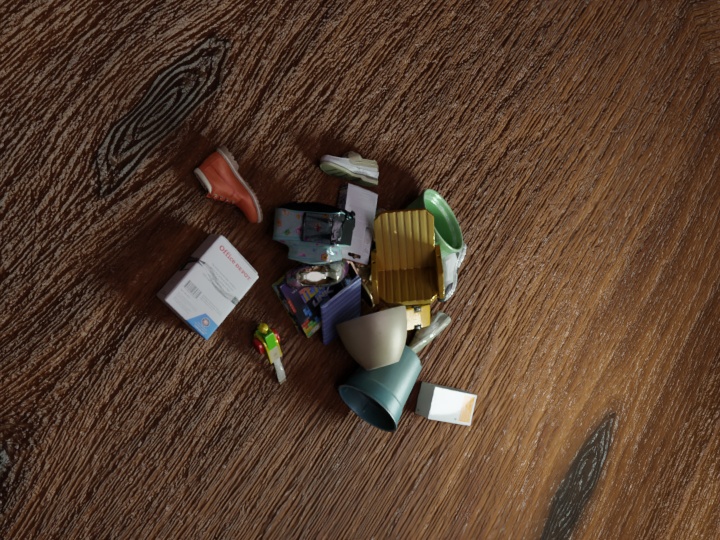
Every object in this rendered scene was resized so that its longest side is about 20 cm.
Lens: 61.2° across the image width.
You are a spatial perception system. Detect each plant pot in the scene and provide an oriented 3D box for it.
[{"bbox_3d":[0.069,0.315,1.734,0.198,0.197,0.202,-52,120,-27],"label":"plant pot"},{"bbox_3d":[0.044,0.187,1.628,0.195,0.199,0.139,-12,82,-33],"label":"plant pot"}]

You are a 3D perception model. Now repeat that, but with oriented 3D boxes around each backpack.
[{"bbox_3d":[-0.126,-0.098,1.540,0.176,0.193,0.159,-23,126,-77],"label":"backpack"}]

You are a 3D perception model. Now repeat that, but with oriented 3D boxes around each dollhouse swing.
[{"bbox_3d":[0.122,-0.037,1.628,0.192,0.185,0.180,-4,132,4],"label":"dollhouse swing"}]

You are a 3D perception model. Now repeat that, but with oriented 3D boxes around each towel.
[{"bbox_3d":[-0.054,0.109,1.650,0.144,0.024,0.203,-39,154,-24],"label":"towel"}]

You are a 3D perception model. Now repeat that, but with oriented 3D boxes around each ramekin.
[{"bbox_3d":[0.207,-0.125,1.783,0.199,0.096,0.204,37,37,-34],"label":"ramekin"}]

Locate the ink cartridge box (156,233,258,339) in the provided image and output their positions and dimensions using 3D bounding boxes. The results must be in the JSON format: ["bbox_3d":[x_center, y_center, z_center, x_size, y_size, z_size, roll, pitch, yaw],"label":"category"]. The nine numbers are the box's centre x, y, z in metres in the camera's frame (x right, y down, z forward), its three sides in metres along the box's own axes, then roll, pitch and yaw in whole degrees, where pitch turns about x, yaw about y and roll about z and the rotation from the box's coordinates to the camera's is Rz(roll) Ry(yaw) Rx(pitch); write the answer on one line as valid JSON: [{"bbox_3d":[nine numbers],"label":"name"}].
[{"bbox_3d":[-0.363,0.035,1.455,0.201,0.083,0.145,-51,120,-19],"label":"ink cartridge box"}]

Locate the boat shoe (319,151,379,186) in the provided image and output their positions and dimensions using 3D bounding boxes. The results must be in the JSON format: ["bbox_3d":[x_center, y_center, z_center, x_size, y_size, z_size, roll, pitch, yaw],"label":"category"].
[{"bbox_3d":[-0.031,-0.288,1.668,0.196,0.073,0.071,13,82,-42],"label":"boat shoe"}]

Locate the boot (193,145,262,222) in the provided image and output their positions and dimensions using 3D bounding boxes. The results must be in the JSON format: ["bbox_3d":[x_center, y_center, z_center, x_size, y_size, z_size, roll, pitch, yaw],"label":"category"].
[{"bbox_3d":[-0.319,-0.186,1.476,0.107,0.074,0.203,-39,107,-21],"label":"boot"}]

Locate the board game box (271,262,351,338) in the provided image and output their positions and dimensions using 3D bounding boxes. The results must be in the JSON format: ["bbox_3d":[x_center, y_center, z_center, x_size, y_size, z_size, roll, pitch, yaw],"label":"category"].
[{"bbox_3d":[-0.119,0.051,1.646,0.199,0.056,0.168,-40,117,-25],"label":"board game box"}]

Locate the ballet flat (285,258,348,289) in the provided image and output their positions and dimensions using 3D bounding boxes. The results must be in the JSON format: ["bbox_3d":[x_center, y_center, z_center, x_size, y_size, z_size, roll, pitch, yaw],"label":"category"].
[{"bbox_3d":[-0.099,0.011,1.581,0.195,0.070,0.072,-10,98,-34],"label":"ballet flat"}]

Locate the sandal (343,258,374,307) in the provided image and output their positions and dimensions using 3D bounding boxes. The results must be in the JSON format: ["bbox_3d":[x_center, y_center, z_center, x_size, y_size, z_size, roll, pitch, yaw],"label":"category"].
[{"bbox_3d":[0.003,0.001,1.713,0.069,0.077,0.214,-41,111,-17],"label":"sandal"}]

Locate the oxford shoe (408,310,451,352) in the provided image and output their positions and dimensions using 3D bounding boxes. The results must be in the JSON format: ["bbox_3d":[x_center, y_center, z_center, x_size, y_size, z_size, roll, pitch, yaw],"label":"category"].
[{"bbox_3d":[0.196,0.197,1.886,0.198,0.076,0.058,-40,76,-17],"label":"oxford shoe"}]

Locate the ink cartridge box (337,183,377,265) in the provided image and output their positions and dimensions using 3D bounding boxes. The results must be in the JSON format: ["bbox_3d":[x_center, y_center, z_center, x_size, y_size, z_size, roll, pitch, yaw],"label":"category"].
[{"bbox_3d":[-0.018,-0.125,1.687,0.107,0.050,0.207,14,79,-35],"label":"ink cartridge box"}]

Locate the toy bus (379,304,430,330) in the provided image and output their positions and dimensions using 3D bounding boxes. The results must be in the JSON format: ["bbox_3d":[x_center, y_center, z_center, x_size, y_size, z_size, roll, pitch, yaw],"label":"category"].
[{"bbox_3d":[0.122,0.141,1.811,0.195,0.077,0.068,-7,100,-34],"label":"toy bus"}]

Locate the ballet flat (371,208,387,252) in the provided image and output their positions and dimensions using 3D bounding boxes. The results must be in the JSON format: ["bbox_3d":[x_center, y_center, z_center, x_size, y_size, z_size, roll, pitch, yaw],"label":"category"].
[{"bbox_3d":[0.051,-0.074,1.742,0.065,0.068,0.208,-3,89,-62],"label":"ballet flat"}]

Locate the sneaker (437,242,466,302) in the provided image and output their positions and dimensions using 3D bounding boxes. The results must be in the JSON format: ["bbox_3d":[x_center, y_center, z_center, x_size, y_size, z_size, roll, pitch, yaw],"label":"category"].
[{"bbox_3d":[0.267,-0.003,1.914,0.078,0.073,0.206,20,79,-20],"label":"sneaker"}]

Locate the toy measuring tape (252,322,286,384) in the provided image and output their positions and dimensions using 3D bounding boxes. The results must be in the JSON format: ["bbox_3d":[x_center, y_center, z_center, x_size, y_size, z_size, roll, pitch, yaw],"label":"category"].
[{"bbox_3d":[-0.238,0.210,1.589,0.073,0.073,0.204,-34,135,-27],"label":"toy measuring tape"}]

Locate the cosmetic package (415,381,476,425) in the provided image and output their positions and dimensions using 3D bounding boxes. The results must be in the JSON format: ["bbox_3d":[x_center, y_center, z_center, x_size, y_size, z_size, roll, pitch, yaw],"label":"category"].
[{"bbox_3d":[0.276,0.429,1.955,0.196,0.070,0.105,17,86,-34],"label":"cosmetic package"}]
